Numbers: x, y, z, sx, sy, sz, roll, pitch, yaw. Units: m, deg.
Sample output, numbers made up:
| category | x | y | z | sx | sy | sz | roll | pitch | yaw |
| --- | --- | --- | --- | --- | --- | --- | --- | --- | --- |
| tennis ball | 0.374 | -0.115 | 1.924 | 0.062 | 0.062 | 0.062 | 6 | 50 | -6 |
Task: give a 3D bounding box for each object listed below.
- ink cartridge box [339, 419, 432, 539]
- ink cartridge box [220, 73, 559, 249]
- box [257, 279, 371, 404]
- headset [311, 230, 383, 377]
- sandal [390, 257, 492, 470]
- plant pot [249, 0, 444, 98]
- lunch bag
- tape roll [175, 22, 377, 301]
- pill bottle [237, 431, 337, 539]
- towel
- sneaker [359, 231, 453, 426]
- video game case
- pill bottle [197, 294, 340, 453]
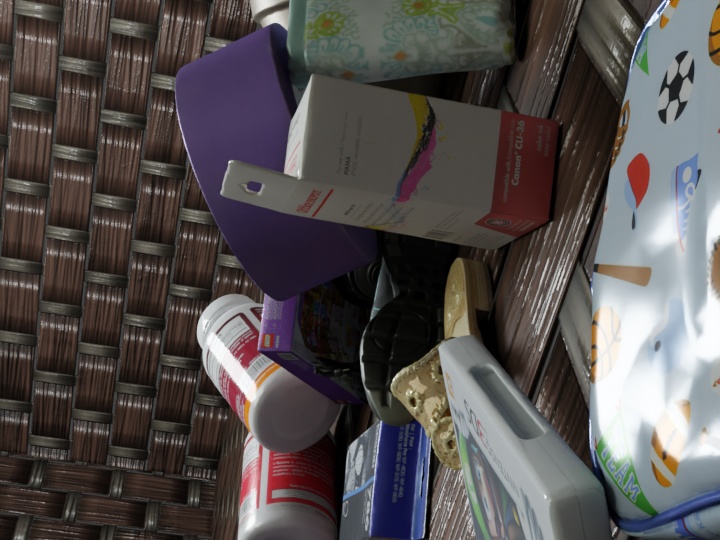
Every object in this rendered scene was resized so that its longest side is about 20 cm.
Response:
| category | x | y | z | sx | sy | sz | roll | pitch | yaw |
| --- | --- | --- | --- | --- | --- | --- | --- | --- | --- |
| ink cartridge box | 0.018 | 0.185 | 0.956 | 0.200 | 0.038 | 0.101 | 124 | 154 | -68 |
| ink cartridge box | 0.013 | -0.069 | 0.717 | 0.116 | 0.196 | 0.069 | 145 | 133 | -77 |
| box | -0.038 | 0.043 | 1.128 | 0.200 | 0.038 | 0.139 | 46 | -133 | -60 |
| headset | 0.000 | 0.000 | 1.063 | 0.123 | 0.092 | 0.204 | 151 | 120 | -79 |
| sandal | 0.053 | 0.073 | 0.744 | 0.214 | 0.068 | 0.078 | -91 | 13 | -45 |
| plant pot | 0.003 | -0.193 | 1.029 | 0.200 | 0.196 | 0.177 | -163 | 65 | -81 |
| lunch bag | 0.132 | -0.012 | 0.334 | 0.160 | 0.074 | 0.204 | 126 | 152 | -66 |
| tape roll | -0.063 | -0.085 | 0.886 | 0.200 | 0.084 | 0.203 | -23 | -89 | -79 |
| pill bottle | -0.082 | 0.240 | 1.287 | 0.202 | 0.110 | 0.113 | -91 | 14 | -48 |
| towel | 0.032 | -0.230 | 0.856 | 0.048 | 0.168 | 0.203 | 62 | -154 | -55 |
| sneaker | 0.042 | 0.045 | 0.885 | 0.080 | 0.074 | 0.202 | 95 | -175 | -49 |
| video game case | 0.076 | 0.146 | 0.459 | 0.182 | 0.023 | 0.204 | -120 | 17 | -76 |
| pill bottle | -0.111 | 0.109 | 1.274 | 0.200 | 0.111 | 0.115 | 42 | 126 | 50 |
